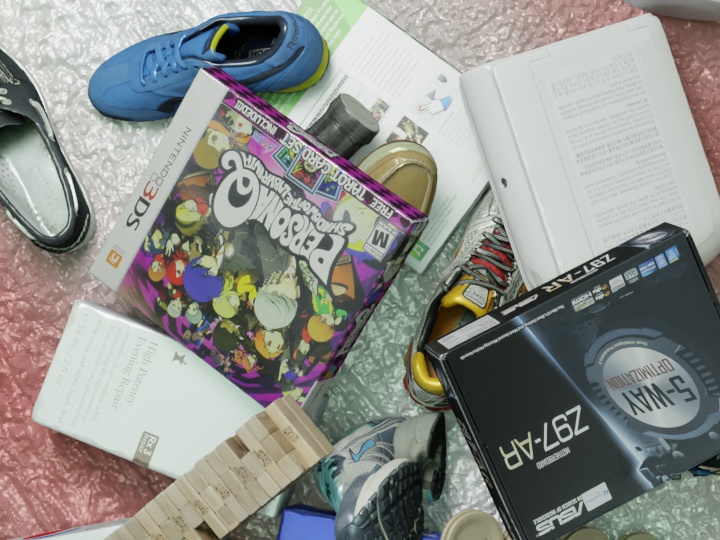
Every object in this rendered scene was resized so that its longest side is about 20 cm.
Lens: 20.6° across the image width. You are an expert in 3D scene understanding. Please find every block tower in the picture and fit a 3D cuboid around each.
[{"bbox_3d":[-0.114,0.171,1.406,0.200,0.054,0.058,-42,83,17],"label":"block tower"}]

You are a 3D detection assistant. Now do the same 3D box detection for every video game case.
[{"bbox_3d":[-0.076,-0.018,1.423,0.200,0.036,0.182,37,108,16],"label":"video game case"}]

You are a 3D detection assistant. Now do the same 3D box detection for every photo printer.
[{"bbox_3d":[0.175,-0.072,1.450,0.166,0.069,0.201,-20,92,-25],"label":"photo printer"}]

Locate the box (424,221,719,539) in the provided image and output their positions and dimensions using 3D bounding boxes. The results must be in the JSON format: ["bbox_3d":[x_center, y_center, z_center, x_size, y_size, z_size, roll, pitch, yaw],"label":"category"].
[{"bbox_3d":[0.166,0.081,1.390,0.200,0.044,0.161,-26,103,-8],"label":"box"}]

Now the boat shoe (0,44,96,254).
[{"bbox_3d":[-0.268,-0.105,1.516,0.076,0.060,0.200,-37,85,1],"label":"boat shoe"}]

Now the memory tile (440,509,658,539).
[{"bbox_3d":[0.132,0.258,1.443,0.199,0.017,0.154,12,87,-29],"label":"memory tile"}]

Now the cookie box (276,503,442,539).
[{"bbox_3d":[0.010,0.287,1.469,0.171,0.075,0.201,11,88,4],"label":"cookie box"}]

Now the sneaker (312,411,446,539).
[{"bbox_3d":[0.004,0.161,1.425,0.086,0.200,0.078,-1,103,15],"label":"sneaker"}]

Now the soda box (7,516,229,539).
[{"bbox_3d":[-0.197,0.226,1.493,0.199,0.064,0.068,-11,88,4],"label":"soda box"}]

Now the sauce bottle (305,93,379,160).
[{"bbox_3d":[-0.067,-0.050,1.474,0.065,0.065,0.200,47,107,5],"label":"sauce bottle"}]

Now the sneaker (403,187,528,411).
[{"bbox_3d":[0.097,0.014,1.474,0.078,0.082,0.200,25,86,6],"label":"sneaker"}]

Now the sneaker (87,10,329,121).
[{"bbox_3d":[-0.125,-0.160,1.482,0.199,0.078,0.066,-8,73,22],"label":"sneaker"}]

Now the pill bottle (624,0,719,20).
[{"bbox_3d":[0.252,-0.293,1.461,0.119,0.120,0.201,9,87,4],"label":"pill bottle"}]

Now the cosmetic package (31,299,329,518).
[{"bbox_3d":[-0.134,0.103,1.491,0.199,0.074,0.102,20,89,6],"label":"cosmetic package"}]

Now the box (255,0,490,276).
[{"bbox_3d":[0.010,-0.111,1.512,0.200,0.036,0.144,37,90,4],"label":"box"}]

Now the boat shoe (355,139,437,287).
[{"bbox_3d":[0.000,0.000,1.451,0.071,0.076,0.200,20,116,-18],"label":"boat shoe"}]

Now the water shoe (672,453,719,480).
[{"bbox_3d":[0.245,0.125,1.464,0.200,0.072,0.079,-39,87,2],"label":"water shoe"}]
